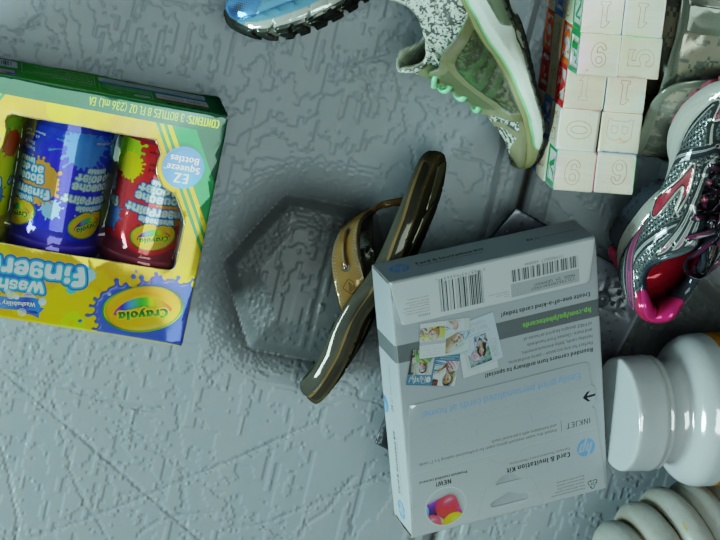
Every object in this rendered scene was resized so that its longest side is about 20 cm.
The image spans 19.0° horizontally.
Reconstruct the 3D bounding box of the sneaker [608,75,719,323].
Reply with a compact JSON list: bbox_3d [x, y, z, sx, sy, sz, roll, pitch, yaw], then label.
[{"bbox_3d":[0.240,-0.049,1.473,0.080,0.075,0.200,12,129,-16],"label":"sneaker"}]

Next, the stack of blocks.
[{"bbox_3d":[0.165,-0.157,1.479,0.058,0.115,0.201,4,104,-8],"label":"stack of blocks"}]

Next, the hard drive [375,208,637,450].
[{"bbox_3d":[0.108,0.064,1.574,0.135,0.042,0.201,28,99,-16],"label":"hard drive"}]

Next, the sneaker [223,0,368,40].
[{"bbox_3d":[-0.012,-0.229,1.466,0.200,0.078,0.090,-34,90,-2],"label":"sneaker"}]

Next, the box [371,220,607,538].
[{"bbox_3d":[0.094,0.077,1.518,0.155,0.041,0.201,-13,114,-15],"label":"box"}]

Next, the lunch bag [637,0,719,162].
[{"bbox_3d":[0.275,-0.163,1.502,0.163,0.118,0.201,2,111,-10],"label":"lunch bag"}]

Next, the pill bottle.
[{"bbox_3d":[0.277,0.099,1.566,0.199,0.111,0.112,-2,106,-17],"label":"pill bottle"}]

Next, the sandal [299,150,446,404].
[{"bbox_3d":[0.000,0.000,1.531,0.054,0.082,0.201,31,107,6],"label":"sandal"}]

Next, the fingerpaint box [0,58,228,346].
[{"bbox_3d":[-0.205,-0.050,1.471,0.199,0.073,0.168,10,104,-12],"label":"fingerpaint box"}]

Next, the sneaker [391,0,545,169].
[{"bbox_3d":[0.071,-0.147,1.481,0.088,0.077,0.200,-15,130,10],"label":"sneaker"}]

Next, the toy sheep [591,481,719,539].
[{"bbox_3d":[0.247,0.220,1.599,0.199,0.138,0.139,-19,109,-18],"label":"toy sheep"}]
